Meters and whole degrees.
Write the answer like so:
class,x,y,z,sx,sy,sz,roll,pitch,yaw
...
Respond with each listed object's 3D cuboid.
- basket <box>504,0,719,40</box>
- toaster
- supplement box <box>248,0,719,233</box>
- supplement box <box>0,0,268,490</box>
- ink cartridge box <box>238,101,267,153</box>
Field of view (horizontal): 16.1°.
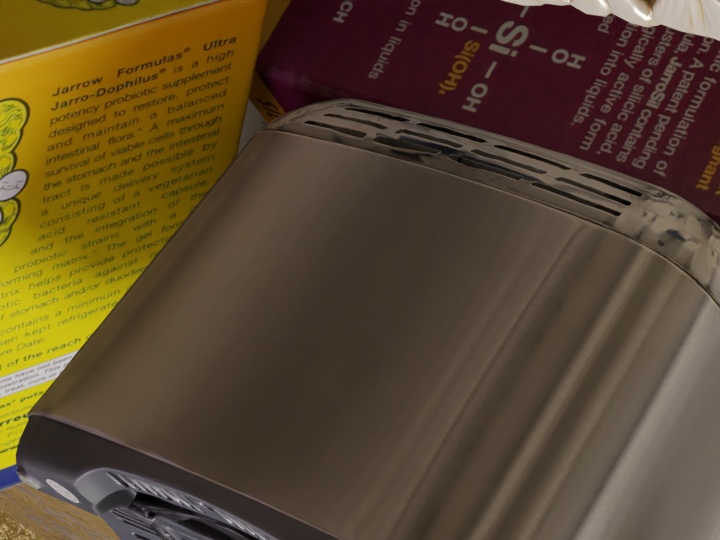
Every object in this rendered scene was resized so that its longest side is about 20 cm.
class,x,y,z,sx,sy,sz,roll,pitch,yaw
basket,0.045,-0.135,0.404,0.123,0.136,0.200,20,163,28
toaster,0.020,0.040,0.643,0.200,0.129,0.114,18,159,41
supplement box,0.081,-0.041,0.711,0.200,0.103,0.131,21,161,32
supplement box,-0.110,-0.035,0.727,0.109,0.109,0.200,56,151,28
ink cartridge box,0.000,0.000,0.921,0.200,0.115,0.068,32,165,-6
